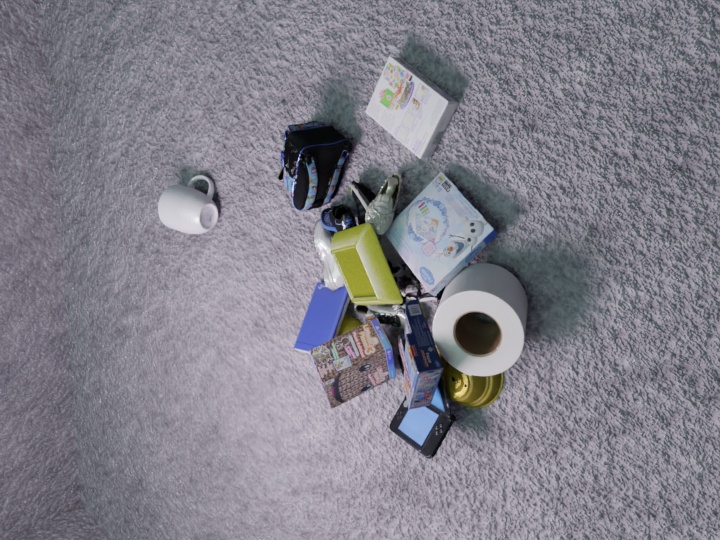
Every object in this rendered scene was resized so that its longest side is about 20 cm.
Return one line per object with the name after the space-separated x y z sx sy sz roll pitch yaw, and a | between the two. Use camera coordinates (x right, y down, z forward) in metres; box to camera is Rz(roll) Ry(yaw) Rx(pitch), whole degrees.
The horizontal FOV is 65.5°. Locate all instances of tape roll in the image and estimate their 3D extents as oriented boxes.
0.265 0.106 1.231 0.195 0.140 0.210 9 118 17 | tape roll

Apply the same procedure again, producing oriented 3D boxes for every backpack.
-0.129 -0.271 1.489 0.135 0.179 0.205 44 137 31 | backpack

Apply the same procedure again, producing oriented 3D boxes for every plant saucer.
0.000 0.000 1.357 0.198 0.047 0.206 -8 107 61 | plant saucer

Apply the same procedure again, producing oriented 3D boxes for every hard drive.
-0.105 0.136 1.583 0.128 0.025 0.206 5 68 38 | hard drive

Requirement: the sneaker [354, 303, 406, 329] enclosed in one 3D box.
0.066 0.117 1.467 0.196 0.079 0.076 23 139 36 | sneaker

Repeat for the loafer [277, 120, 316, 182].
-0.173 -0.326 1.576 0.072 0.062 0.203 46 126 20 | loafer

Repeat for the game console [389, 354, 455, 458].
0.135 0.336 1.404 0.174 0.118 0.198 -56 27 -10 | game console

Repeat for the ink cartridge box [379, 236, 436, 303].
0.124 -0.020 1.428 0.157 0.050 0.206 -12 109 40 | ink cartridge box

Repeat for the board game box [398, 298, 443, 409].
0.129 0.213 1.295 0.204 0.059 0.205 -105 11 -47 | board game box

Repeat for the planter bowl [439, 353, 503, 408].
0.242 0.253 1.362 0.195 0.082 0.209 12 109 37 | planter bowl

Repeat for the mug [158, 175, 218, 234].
-0.561 -0.224 1.888 0.170 0.147 0.207 16 81 29 | mug

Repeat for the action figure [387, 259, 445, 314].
0.110 0.035 1.370 0.194 0.101 0.124 -2 103 36 | action figure

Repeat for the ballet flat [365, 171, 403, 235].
0.059 -0.170 1.339 0.069 0.203 0.074 11 133 12 | ballet flat

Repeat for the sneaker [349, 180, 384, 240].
0.008 -0.147 1.429 0.083 0.070 0.203 -50 47 24 | sneaker

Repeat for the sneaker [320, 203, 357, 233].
-0.058 -0.144 1.482 0.200 0.068 0.081 -138 35 -56 | sneaker

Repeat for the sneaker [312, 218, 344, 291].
-0.075 -0.049 1.572 0.084 0.074 0.207 -19 87 17 | sneaker

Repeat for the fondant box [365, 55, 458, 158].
0.118 -0.386 1.323 0.200 0.057 0.147 44 125 22 | fondant box

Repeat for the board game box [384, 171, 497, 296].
0.177 -0.085 1.282 0.198 0.043 0.202 -43 59 10 | board game box

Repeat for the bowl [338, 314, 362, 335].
-0.063 0.241 1.598 0.195 0.106 0.209 11 108 36 | bowl

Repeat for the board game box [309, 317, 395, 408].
-0.017 0.242 1.450 0.162 0.194 0.098 77 166 -53 | board game box
